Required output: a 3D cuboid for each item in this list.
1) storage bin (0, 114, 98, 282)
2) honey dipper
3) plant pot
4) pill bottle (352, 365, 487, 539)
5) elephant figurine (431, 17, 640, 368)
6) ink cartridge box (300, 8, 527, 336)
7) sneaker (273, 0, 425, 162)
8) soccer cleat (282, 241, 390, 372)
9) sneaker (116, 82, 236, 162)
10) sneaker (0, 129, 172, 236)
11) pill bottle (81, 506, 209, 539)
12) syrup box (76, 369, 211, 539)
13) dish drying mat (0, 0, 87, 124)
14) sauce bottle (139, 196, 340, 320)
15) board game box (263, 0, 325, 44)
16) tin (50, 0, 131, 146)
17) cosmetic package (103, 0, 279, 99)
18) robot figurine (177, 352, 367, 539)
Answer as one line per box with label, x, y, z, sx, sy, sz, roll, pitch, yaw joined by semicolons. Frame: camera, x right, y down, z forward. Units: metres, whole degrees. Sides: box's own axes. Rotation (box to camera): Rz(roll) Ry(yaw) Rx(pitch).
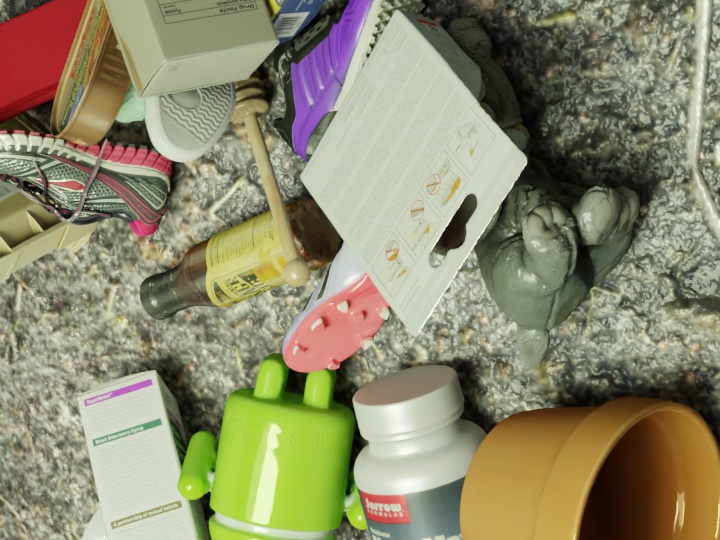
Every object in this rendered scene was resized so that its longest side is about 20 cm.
storage bin;-0.362;-0.065;1.467;0.198;0.200;0.094;39;124;11
honey dipper;-0.078;-0.080;1.357;0.038;0.038;0.202;-27;72;34
plant pot;0.171;0.188;1.277;0.139;0.199;0.202;10;114;43
pill bottle;0.059;0.189;1.373;0.119;0.119;0.202;-7;104;31
elephant figurine;0.105;-0.062;1.264;0.200;0.155;0.142;40;167;23
ink cartridge box;0.047;-0.073;1.213;0.163;0.050;0.200;-58;46;24
sneaker;-0.022;-0.176;1.312;0.099;0.069;0.201;34;120;22
soccer cleat;0.000;0.000;1.354;0.066;0.077;0.201;21;119;-31
sneaker;-0.160;-0.137;1.353;0.073;0.202;0.118;22;132;-24
sneaker;-0.261;-0.078;1.417;0.198;0.081;0.076;7;86;-15
pill bottle;-0.161;0.288;1.541;0.199;0.112;0.113;28;120;18
syrup box;-0.188;0.200;1.478;0.081;0.079;0.202;-16;65;0
dish drying mat;-0.307;-0.171;1.422;0.077;0.199;0.018;63;166;-5
sauce bottle;-0.109;-0.004;1.431;0.199;0.066;0.067;-23;96;36
board game box;-0.061;-0.310;1.266;0.200;0.061;0.201;-48;61;49
tin;-0.204;-0.200;1.361;0.112;0.042;0.202;13;83;63
cosmetic package;-0.149;-0.243;1.268;0.071;0.104;0.202;-37;69;58
robot figurine;-0.068;0.176;1.424;0.173;0.116;0.202;8;92;0
